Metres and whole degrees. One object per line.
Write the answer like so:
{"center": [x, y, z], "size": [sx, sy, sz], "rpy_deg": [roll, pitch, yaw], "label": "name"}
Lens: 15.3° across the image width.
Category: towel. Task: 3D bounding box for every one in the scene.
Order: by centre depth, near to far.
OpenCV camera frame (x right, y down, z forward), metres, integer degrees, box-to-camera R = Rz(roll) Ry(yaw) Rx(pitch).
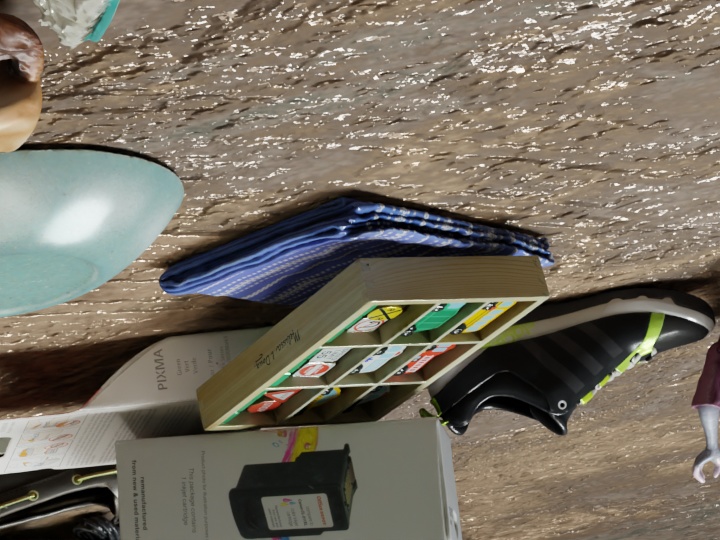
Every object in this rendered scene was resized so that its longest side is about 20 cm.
{"center": [0.000, 0.000, 1.513], "size": [0.145, 0.024, 0.200], "rpy_deg": [-20, 162, 34], "label": "towel"}

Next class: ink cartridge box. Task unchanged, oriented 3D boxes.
{"center": [-0.041, 0.143, 1.662], "size": [0.200, 0.083, 0.146], "rpy_deg": [-5, 171, 4], "label": "ink cartridge box"}
{"center": [-0.156, 0.085, 1.685], "size": [0.200, 0.050, 0.161], "rpy_deg": [-3, 164, -15], "label": "ink cartridge box"}

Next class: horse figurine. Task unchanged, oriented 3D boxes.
{"center": [-0.189, -0.059, 1.114], "size": [0.132, 0.050, 0.200], "rpy_deg": [-13, 165, -44], "label": "horse figurine"}

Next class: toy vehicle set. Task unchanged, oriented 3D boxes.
{"center": [0.004, 0.043, 1.548], "size": [0.124, 0.027, 0.200], "rpy_deg": [-1, 157, -33], "label": "toy vehicle set"}

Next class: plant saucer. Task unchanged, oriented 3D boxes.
{"center": [-0.184, -0.009, 1.332], "size": [0.201, 0.039, 0.201], "rpy_deg": [-10, 165, -3], "label": "plant saucer"}

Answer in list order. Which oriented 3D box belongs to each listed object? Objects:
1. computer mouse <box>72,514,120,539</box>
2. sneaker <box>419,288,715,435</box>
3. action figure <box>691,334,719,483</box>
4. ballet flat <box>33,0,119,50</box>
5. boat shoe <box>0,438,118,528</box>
{"center": [-0.123, 0.218, 2.166], "size": [0.200, 0.053, 0.139], "rpy_deg": [-11, 164, 3], "label": "computer mouse"}
{"center": [0.133, 0.066, 1.722], "size": [0.200, 0.083, 0.072], "rpy_deg": [-9, 165, -5], "label": "sneaker"}
{"center": [0.259, 0.060, 1.769], "size": [0.134, 0.149, 0.200], "rpy_deg": [-27, -171, 2], "label": "action figure"}
{"center": [-0.087, -0.142, 0.896], "size": [0.072, 0.072, 0.200], "rpy_deg": [-4, 161, -22], "label": "ballet flat"}
{"center": [-0.175, 0.139, 1.832], "size": [0.201, 0.061, 0.072], "rpy_deg": [-7, 165, -10], "label": "boat shoe"}
